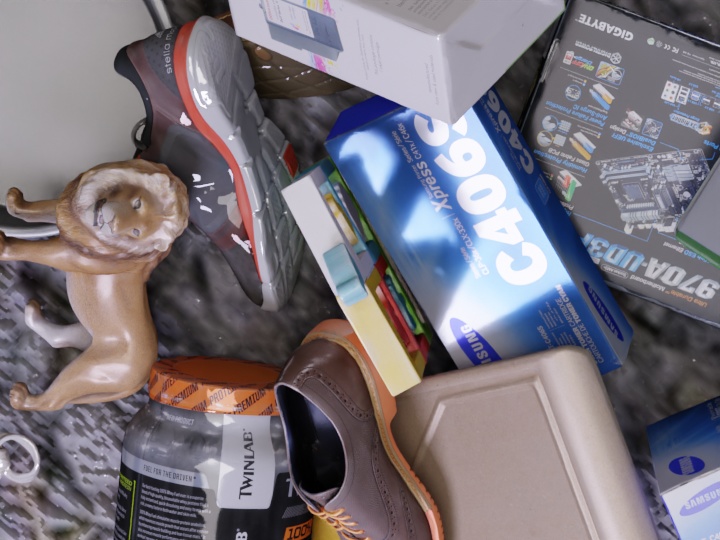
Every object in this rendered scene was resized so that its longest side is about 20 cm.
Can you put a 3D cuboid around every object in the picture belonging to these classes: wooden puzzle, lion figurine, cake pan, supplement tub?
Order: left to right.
[{"bbox_3d":[-0.206,-0.122,1.388,0.198,0.037,0.202,1,98,4],"label":"cake pan"},{"bbox_3d":[-0.154,0.014,1.359,0.121,0.073,0.201,5,132,11],"label":"lion figurine"},{"bbox_3d":[-0.090,0.159,1.374,0.121,0.123,0.202,7,99,3],"label":"supplement tub"},{"bbox_3d":[0.083,0.145,1.344,0.199,0.037,0.186,-16,99,37],"label":"wooden puzzle"}]

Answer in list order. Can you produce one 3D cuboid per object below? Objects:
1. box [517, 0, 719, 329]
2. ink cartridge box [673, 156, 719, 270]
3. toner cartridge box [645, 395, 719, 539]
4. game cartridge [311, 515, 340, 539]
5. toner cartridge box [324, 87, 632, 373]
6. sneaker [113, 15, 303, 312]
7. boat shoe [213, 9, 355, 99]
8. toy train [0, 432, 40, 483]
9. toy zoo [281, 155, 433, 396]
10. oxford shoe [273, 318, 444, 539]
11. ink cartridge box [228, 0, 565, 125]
[{"bbox_3d":[0.190,-0.061,1.361,0.199,0.046,0.160,20,100,2],"label":"box"},{"bbox_3d":[0.299,0.011,1.275,0.199,0.147,0.083,29,96,-31],"label":"ink cartridge box"},{"bbox_3d":[0.219,0.109,1.304,0.094,0.200,0.043,-25,94,7],"label":"toner cartridge box"},{"bbox_3d":[0.055,0.176,1.414,0.175,0.032,0.202,6,100,4],"label":"game cartridge"},{"bbox_3d":[0.071,-0.018,1.323,0.095,0.043,0.201,-23,110,27],"label":"toner cartridge box"},{"bbox_3d":[-0.092,-0.063,1.357,0.081,0.077,0.201,-4,123,22],"label":"sneaker"},{"bbox_3d":[-0.010,-0.155,1.361,0.198,0.072,0.068,-12,63,10],"label":"boat shoe"},{"bbox_3d":[-0.287,0.062,1.383,0.150,0.056,0.201,-23,98,35],"label":"toy train"},{"bbox_3d":[0.000,0.000,1.307,0.020,0.200,0.132,-28,95,7],"label":"toy zoo"},{"bbox_3d":[-0.007,0.133,1.325,0.071,0.073,0.201,-5,113,38],"label":"oxford shoe"},{"bbox_3d":[0.002,-0.171,1.275,0.199,0.068,0.117,26,56,30],"label":"ink cartridge box"}]
